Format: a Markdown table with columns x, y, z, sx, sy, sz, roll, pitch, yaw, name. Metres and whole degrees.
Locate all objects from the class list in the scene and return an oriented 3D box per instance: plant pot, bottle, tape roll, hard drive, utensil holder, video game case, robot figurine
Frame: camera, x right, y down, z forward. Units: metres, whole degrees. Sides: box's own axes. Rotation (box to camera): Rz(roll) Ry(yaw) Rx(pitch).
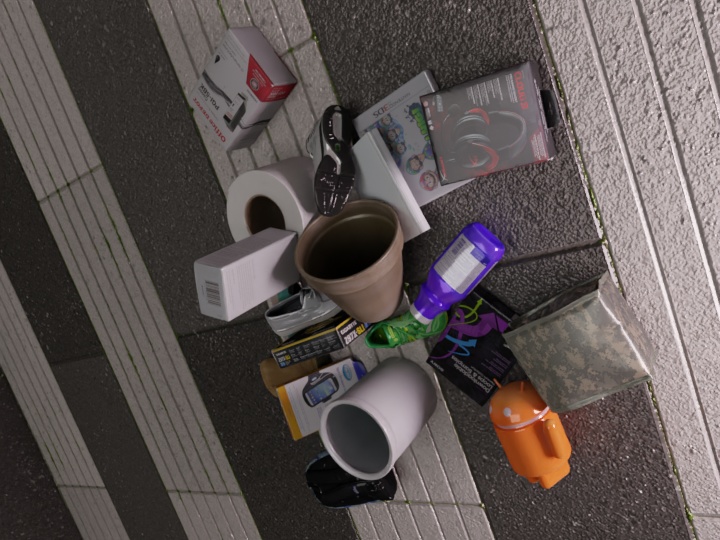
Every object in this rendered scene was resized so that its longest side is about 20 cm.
| x | y | z | sx | sy | sz | roll | pitch | yaw | name |
| --- | --- | --- | --- | --- | --- | --- | --- | --- | --- |
| 0.000 | 0.000 | 1.132 | 0.198 | 0.201 | 0.174 | 9 | 143 | 32 | plant pot |
| 0.165 | 0.011 | 1.089 | 0.084 | 0.065 | 0.201 | 45 | 114 | 16 | bottle |
| -0.151 | -0.117 | 1.237 | 0.201 | 0.139 | 0.205 | 14 | 117 | 31 | tape roll |
| 0.042 | -0.144 | 1.132 | 0.202 | 0.026 | 0.132 | 61 | 151 | -1 | hard drive |
| 0.041 | 0.288 | 1.233 | 0.168 | 0.200 | 0.172 | 14 | 117 | 29 | utensil holder |
| 0.094 | -0.221 | 1.094 | 0.181 | 0.024 | 0.202 | -24 | 95 | 39 | video game case |
| 0.302 | 0.286 | 1.102 | 0.116 | 0.144 | 0.202 | -22 | 97 | 17 | robot figurine |

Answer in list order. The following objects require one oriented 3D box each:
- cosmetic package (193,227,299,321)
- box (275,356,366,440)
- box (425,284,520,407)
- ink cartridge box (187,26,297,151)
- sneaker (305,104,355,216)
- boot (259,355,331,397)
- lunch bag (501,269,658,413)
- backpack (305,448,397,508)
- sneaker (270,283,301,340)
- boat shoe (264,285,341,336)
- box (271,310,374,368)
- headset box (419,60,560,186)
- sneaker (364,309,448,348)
| x | y | z | sx | sy | sz | roll | pitch | yaw | name |
| --- | --- | --- | --- | --- | --- | --- | --- | --- | --- |
| -0.198 | 0.001 | 1.101 | 0.073 | 0.199 | 0.103 | 12 | 116 | 30 | cosmetic package |
| -0.074 | 0.273 | 1.337 | 0.041 | 0.198 | 0.120 | 164 | 86 | -73 | box |
| 0.223 | 0.144 | 1.150 | 0.142 | 0.036 | 0.201 | 37 | 127 | 17 | box |
| -0.243 | -0.361 | 1.234 | 0.147 | 0.083 | 0.200 | 52 | 128 | 5 | ink cartridge box |
| -0.061 | -0.199 | 1.157 | 0.115 | 0.075 | 0.204 | 178 | 97 | -71 | sneaker |
| -0.135 | 0.276 | 1.444 | 0.199 | 0.066 | 0.177 | -19 | 89 | 39 | boot |
| 0.350 | 0.125 | 1.000 | 0.199 | 0.117 | 0.165 | -34 | 89 | 34 | lunch bag |
| -0.031 | 0.465 | 1.409 | 0.199 | 0.154 | 0.164 | -31 | 93 | 18 | backpack |
| -0.143 | 0.092 | 1.362 | 0.079 | 0.072 | 0.202 | -11 | 122 | 6 | sneaker |
| -0.108 | 0.066 | 1.281 | 0.198 | 0.073 | 0.069 | -23 | 133 | 14 | boat shoe |
| -0.065 | 0.128 | 1.266 | 0.199 | 0.159 | 0.050 | -23 | 95 | 40 | box |
| 0.210 | -0.231 | 0.961 | 0.198 | 0.075 | 0.151 | -9 | 102 | 29 | headset box |
| 0.089 | 0.116 | 1.201 | 0.199 | 0.083 | 0.075 | -28 | 92 | 39 | sneaker |
